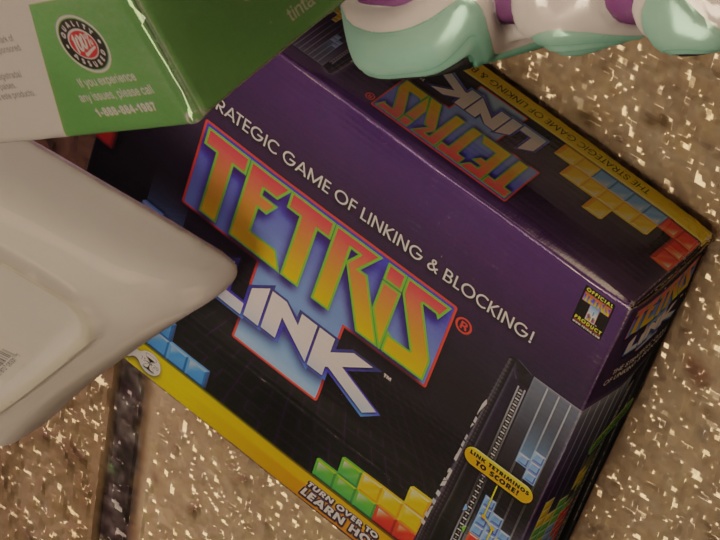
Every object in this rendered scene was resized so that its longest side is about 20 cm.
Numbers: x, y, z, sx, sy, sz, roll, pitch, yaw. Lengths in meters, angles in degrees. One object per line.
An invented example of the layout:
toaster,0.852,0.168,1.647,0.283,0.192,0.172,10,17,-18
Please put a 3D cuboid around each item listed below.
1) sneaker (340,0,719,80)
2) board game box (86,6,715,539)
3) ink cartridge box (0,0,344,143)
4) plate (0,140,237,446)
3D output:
sneaker,0.073,-0.131,0.818,0.199,0.078,0.141,-5,101,27
board game box,0.000,0.000,0.981,0.200,0.057,0.166,36,136,18
ink cartridge box,-0.103,-0.143,0.841,0.145,0.087,0.200,-1,125,56
plate,-0.167,-0.006,0.998,0.200,0.032,0.199,30,149,-17
